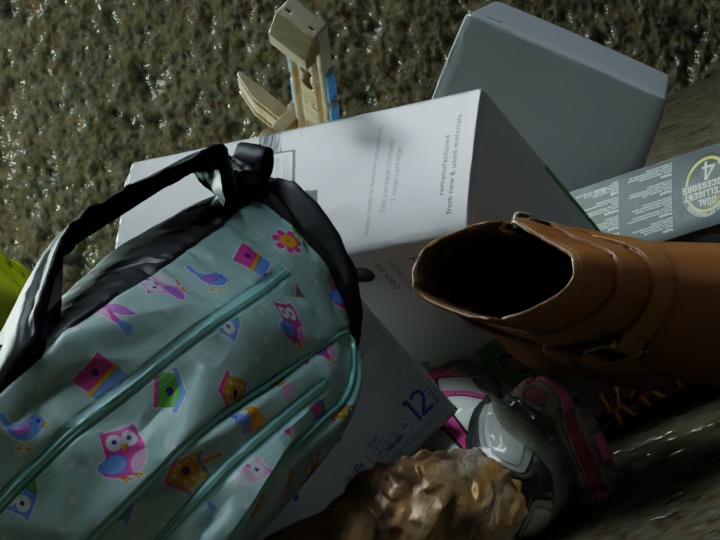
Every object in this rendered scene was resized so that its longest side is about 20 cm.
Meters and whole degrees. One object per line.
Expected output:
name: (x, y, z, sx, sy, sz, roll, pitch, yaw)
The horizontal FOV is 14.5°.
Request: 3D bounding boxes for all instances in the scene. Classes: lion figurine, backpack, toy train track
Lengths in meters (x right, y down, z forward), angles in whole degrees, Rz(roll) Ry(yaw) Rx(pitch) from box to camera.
lion figurine: (-0.031, 0.128, 1.096, 0.199, 0.073, 0.123, -18, 14, 10)
backpack: (-0.082, 0.055, 1.063, 0.167, 0.126, 0.200, -52, -5, 25)
toy train track: (-0.029, -0.068, 1.372, 0.033, 0.115, 0.200, -46, -18, -16)

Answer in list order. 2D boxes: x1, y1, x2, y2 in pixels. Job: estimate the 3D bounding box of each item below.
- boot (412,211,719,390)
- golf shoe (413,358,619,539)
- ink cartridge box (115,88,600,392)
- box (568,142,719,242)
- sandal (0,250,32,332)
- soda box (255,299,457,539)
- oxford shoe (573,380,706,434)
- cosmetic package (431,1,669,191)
boot: (0.135, 0.006, 1.205, 0.199, 0.077, 0.155, -2, -15, 38)
golf shoe: (0.037, 0.087, 1.282, 0.092, 0.073, 0.200, -26, 5, -18)
ink cartridge box: (0.000, 0.000, 1.359, 0.199, 0.085, 0.146, -11, -35, 29)
box: (0.201, -0.018, 1.419, 0.161, 0.049, 0.199, 17, -24, -40)
sandal: (-0.164, 0.042, 1.245, 0.087, 0.079, 0.200, -45, -17, -1)
soda box: (-0.056, 0.103, 1.214, 0.200, 0.068, 0.063, -45, 10, -15)
oxford shoe: (0.141, 0.049, 1.399, 0.199, 0.071, 0.073, -13, 41, 32)
cosmetic package: (0.084, -0.036, 1.593, 0.122, 0.201, 0.199, 22, 10, 4)
